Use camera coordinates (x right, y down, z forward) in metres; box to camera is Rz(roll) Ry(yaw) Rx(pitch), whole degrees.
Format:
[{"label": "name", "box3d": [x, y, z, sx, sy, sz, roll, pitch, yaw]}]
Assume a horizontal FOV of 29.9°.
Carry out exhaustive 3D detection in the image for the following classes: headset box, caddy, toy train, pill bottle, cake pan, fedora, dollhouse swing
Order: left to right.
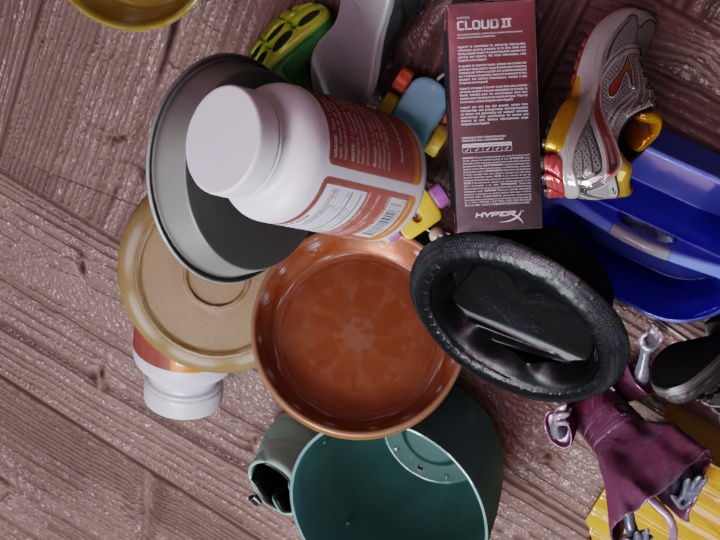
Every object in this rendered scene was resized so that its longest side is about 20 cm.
[{"label": "pill bottle", "box3d": [-0.177, 0.046, 1.381, 0.111, 0.112, 0.202, 15, 118, 16]}, {"label": "cake pan", "box3d": [-0.101, -0.088, 1.178, 0.036, 0.200, 0.203, 4, 116, 40]}, {"label": "pill bottle", "box3d": [-0.044, -0.092, 1.118, 0.111, 0.199, 0.114, -7, 79, 39]}, {"label": "toy train", "box3d": [0.086, -0.094, 1.239, 0.148, 0.056, 0.203, -7, 97, 4]}, {"label": "headset box", "box3d": [0.109, -0.141, 1.129, 0.076, 0.149, 0.203, -4, 98, 3]}, {"label": "fedora", "box3d": [0.145, 0.020, 1.156, 0.198, 0.092, 0.202, 19, 139, 18]}, {"label": "caddy", "box3d": [0.249, -0.042, 1.165, 0.198, 0.105, 0.143, 25, 121, 10]}, {"label": "dollhouse swing", "box3d": [0.299, 0.277, 1.249, 0.180, 0.176, 0.202, 29, 121, 8]}]

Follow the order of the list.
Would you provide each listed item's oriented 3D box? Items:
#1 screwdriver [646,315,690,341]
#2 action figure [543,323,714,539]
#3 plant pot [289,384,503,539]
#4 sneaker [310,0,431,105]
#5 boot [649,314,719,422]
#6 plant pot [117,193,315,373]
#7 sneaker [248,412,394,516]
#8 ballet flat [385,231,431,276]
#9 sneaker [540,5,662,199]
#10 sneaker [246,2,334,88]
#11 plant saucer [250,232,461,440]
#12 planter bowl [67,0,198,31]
[{"label": "screwdriver", "box3d": [0.227, 0.017, 1.249, 0.199, 0.028, 0.029, 37, 152, 3]}, {"label": "action figure", "box3d": [0.243, 0.149, 1.241, 0.133, 0.201, 0.150, -25, 136, -7]}, {"label": "plant pot", "box3d": [0.051, 0.198, 1.325, 0.198, 0.161, 0.203, 9, 115, 18]}, {"label": "sneaker", "box3d": [0.020, -0.218, 1.198, 0.071, 0.099, 0.201, 40, 141, 16]}, {"label": "boot", "box3d": [0.331, 0.133, 1.161, 0.069, 0.199, 0.176, -12, 98, 42]}, {"label": "plant pot", "box3d": [-0.135, 0.002, 1.279, 0.197, 0.028, 0.203, 0, 100, 0]}, {"label": "sneaker", "box3d": [-0.032, 0.246, 1.407, 0.200, 0.118, 0.074, 37, 120, 2]}, {"label": "ballet flat", "box3d": [0.000, 0.000, 1.319, 0.197, 0.070, 0.070, 2, 114, 21]}, {"label": "sneaker", "box3d": [0.211, -0.132, 1.100, 0.081, 0.202, 0.078, 11, 149, 21]}, {"label": "sneaker", "box3d": [-0.076, -0.166, 1.280, 0.083, 0.074, 0.201, 22, 119, -23]}, {"label": "plant saucer", "box3d": [-0.001, 0.056, 1.232, 0.198, 0.202, 0.032, 26, 160, 10]}, {"label": "planter bowl", "box3d": [-0.201, -0.329, 1.239, 0.198, 0.083, 0.203, 9, 116, 19]}]
